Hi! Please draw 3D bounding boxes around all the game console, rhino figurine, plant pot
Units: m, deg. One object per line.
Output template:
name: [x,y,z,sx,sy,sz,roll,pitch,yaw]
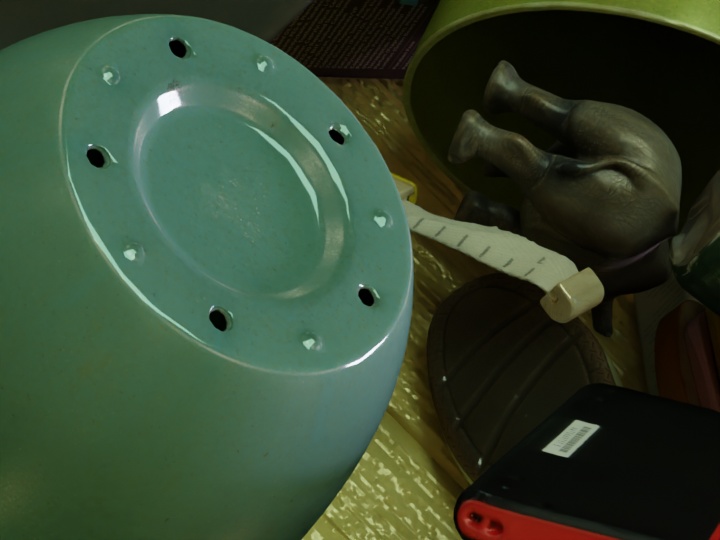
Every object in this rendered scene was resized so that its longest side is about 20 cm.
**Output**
game console: [0.134,0.085,0.812,0.176,0.031,0.200,13,11,15]
rhino figurine: [0.084,-0.020,0.994,0.087,0.200,0.060,23,77,10]
plant pot: [-0.077,0.014,0.789,0.200,0.161,0.201,22,48,-27]
plant pot: [0.132,-0.134,1.047,0.186,0.187,0.201,26,62,-16]

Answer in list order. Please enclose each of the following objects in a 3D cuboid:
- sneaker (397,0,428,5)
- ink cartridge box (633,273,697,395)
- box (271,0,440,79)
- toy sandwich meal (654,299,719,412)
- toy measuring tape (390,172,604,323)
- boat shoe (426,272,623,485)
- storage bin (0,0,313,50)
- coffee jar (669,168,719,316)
sneaker: [0.009,-0.202,1.043,0.073,0.082,0.201,15,51,-33]
ink cartridge box: [0.214,0.098,1.062,0.199,0.041,0.201,21,41,-21]
box: [-0.028,-0.143,1.084,0.199,0.075,0.100,-4,55,-39]
toy sandwich meal: [0.205,0.065,0.997,0.204,0.070,0.206,21,44,-21]
toy measuring tape: [0.000,0.000,0.934,0.199,0.074,0.073,24,28,32]
boat shoe: [0.088,0.088,0.961,0.076,0.071,0.200,49,10,-51]
storage bin: [-0.083,-0.126,0.898,0.134,0.200,0.146,46,37,-5]
coffee jar: [0.218,0.021,0.912,0.200,0.104,0.085,40,18,-6]
